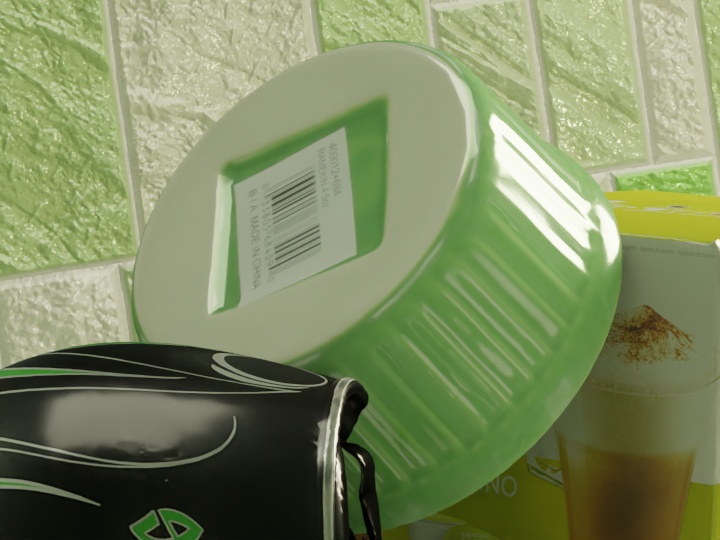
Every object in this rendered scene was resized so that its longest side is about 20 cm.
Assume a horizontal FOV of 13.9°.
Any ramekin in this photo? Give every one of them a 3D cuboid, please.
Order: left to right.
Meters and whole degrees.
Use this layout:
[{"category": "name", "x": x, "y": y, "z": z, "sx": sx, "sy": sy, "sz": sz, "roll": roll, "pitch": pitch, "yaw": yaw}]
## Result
[{"category": "ramekin", "x": 0.000, "y": 0.000, "z": 1.231, "sx": 0.199, "sy": 0.201, "sz": 0.098, "roll": -10, "pitch": -40, "yaw": 35}]

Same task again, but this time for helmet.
[{"category": "helmet", "x": -0.090, "y": 0.117, "z": 1.089, "sx": 0.190, "sy": 0.201, "sz": 0.200, "roll": -5, "pitch": -2, "yaw": 7}]

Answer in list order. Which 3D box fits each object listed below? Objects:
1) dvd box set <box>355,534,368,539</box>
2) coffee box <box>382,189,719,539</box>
[{"category": "dvd box set", "x": 0.050, "y": 0.109, "z": 1.457, "sx": 0.029, "sy": 0.201, "sz": 0.146, "roll": 25, "pitch": 19, "yaw": 38}, {"category": "coffee box", "x": 0.140, "y": 0.069, "z": 1.341, "sx": 0.199, "sy": 0.199, "sz": 0.200, "roll": 7, "pitch": 8, "yaw": 43}]
